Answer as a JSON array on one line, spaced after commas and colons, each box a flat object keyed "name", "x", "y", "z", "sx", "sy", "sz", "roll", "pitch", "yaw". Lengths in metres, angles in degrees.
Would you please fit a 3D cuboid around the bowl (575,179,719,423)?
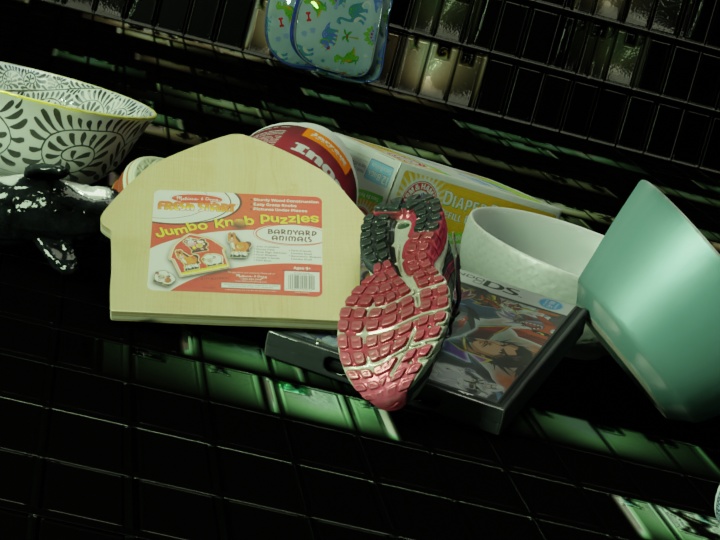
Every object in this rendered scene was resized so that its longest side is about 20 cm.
[{"name": "bowl", "x": 0.241, "y": 0.039, "z": 1.729, "sx": 0.201, "sy": 0.105, "sz": 0.201, "roll": 50, "pitch": 2, "yaw": -3}]

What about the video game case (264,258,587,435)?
[{"name": "video game case", "x": 0.052, "y": 0.044, "z": 1.640, "sx": 0.181, "sy": 0.026, "sz": 0.200, "roll": 18, "pitch": 25, "yaw": 16}]

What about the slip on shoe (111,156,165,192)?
[{"name": "slip on shoe", "x": -0.128, "y": -0.048, "z": 1.905, "sx": 0.200, "sy": 0.074, "sz": 0.061, "roll": 15, "pitch": -28, "yaw": -38}]

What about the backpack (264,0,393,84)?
[{"name": "backpack", "x": -0.053, "y": -0.399, "z": 3.597, "sx": 0.200, "sy": 0.183, "sz": 0.147, "roll": 10, "pitch": 9, "yaw": 0}]

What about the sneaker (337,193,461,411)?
[{"name": "sneaker", "x": 0.038, "y": 0.029, "z": 1.561, "sx": 0.081, "sy": 0.075, "sz": 0.200, "roll": -10, "pitch": 34, "yaw": 18}]

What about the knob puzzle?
[{"name": "knob puzzle", "x": -0.091, "y": -0.026, "z": 1.646, "sx": 0.219, "sy": 0.030, "sz": 0.220, "roll": 3, "pitch": 43, "yaw": -2}]

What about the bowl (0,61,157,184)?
[{"name": "bowl", "x": -0.285, "y": -0.117, "z": 1.961, "sx": 0.200, "sy": 0.094, "sz": 0.201, "roll": 15, "pitch": 11, "yaw": -3}]

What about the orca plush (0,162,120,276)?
[{"name": "orca plush", "x": -0.211, "y": -0.017, "z": 1.690, "sx": 0.200, "sy": 0.071, "sz": 0.105, "roll": 17, "pitch": -35, "yaw": -17}]

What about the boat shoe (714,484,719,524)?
[{"name": "boat shoe", "x": 0.328, "y": 0.164, "z": 1.431, "sx": 0.200, "sy": 0.071, "sz": 0.091, "roll": 1, "pitch": 17, "yaw": -30}]

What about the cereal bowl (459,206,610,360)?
[{"name": "cereal bowl", "x": 0.174, "y": 0.020, "z": 1.901, "sx": 0.200, "sy": 0.083, "sz": 0.200, "roll": 17, "pitch": 14, "yaw": -4}]

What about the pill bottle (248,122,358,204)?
[{"name": "pill bottle", "x": -0.064, "y": -0.055, "z": 1.809, "sx": 0.113, "sy": 0.113, "sz": 0.200, "roll": 16, "pitch": 21, "yaw": 5}]

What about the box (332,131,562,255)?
[{"name": "box", "x": 0.061, "y": -0.042, "z": 1.992, "sx": 0.200, "sy": 0.101, "sz": 0.112, "roll": 14, "pitch": 8, "yaw": -38}]
